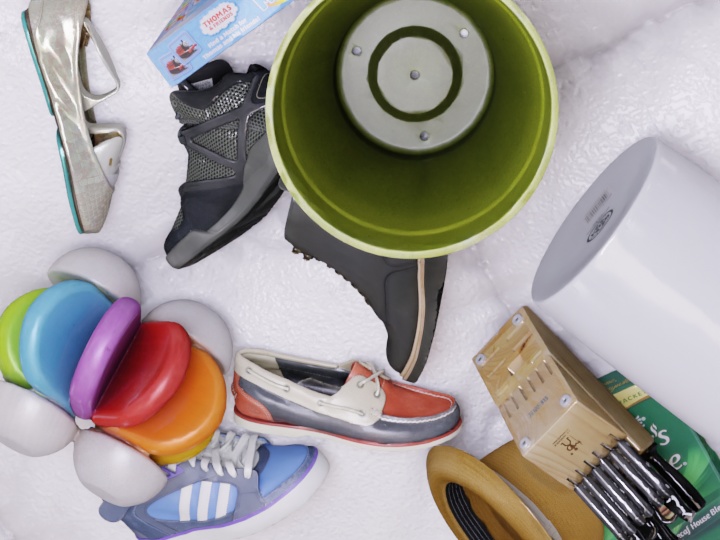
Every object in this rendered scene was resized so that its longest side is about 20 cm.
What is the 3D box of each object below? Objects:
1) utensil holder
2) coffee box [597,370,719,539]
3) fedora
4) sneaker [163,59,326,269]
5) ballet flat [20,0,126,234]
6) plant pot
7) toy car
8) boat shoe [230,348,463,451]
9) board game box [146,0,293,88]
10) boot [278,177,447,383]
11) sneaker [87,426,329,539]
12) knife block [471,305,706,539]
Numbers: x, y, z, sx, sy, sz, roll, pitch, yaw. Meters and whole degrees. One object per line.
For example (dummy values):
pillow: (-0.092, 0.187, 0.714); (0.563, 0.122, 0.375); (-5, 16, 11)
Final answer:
utensil holder: (0.254, 0.020, 1.349); (0.199, 0.170, 0.170); (36, 114, -9)
coffee box: (0.244, 0.178, 1.492); (0.122, 0.044, 0.201); (-24, 109, 17)
fedora: (0.143, 0.208, 1.478); (0.082, 0.200, 0.201); (-41, 109, -20)
sneaker: (-0.115, -0.090, 1.397); (0.114, 0.076, 0.200); (50, 133, 11)
ballet flat: (-0.216, -0.121, 1.396); (0.062, 0.068, 0.202); (-11, 114, 1)
plant pot: (0.039, -0.129, 1.279); (0.198, 0.193, 0.203); (1, 104, 3)
toy car: (-0.197, 0.078, 1.409); (0.199, 0.150, 0.176); (30, 71, -7)
boat shoe: (-0.012, 0.105, 1.477); (0.198, 0.071, 0.063); (6, 113, 9)
board game box: (-0.056, -0.222, 1.281); (0.199, 0.152, 0.037); (-34, 107, 19)
boot: (0.000, 0.000, 1.407); (0.137, 0.078, 0.201); (10, 133, 4)
sneaker: (-0.143, 0.155, 1.505); (0.198, 0.081, 0.147); (-21, 115, 21)
knife block: (0.192, 0.138, 1.421); (0.175, 0.200, 0.064); (36, 106, -31)
